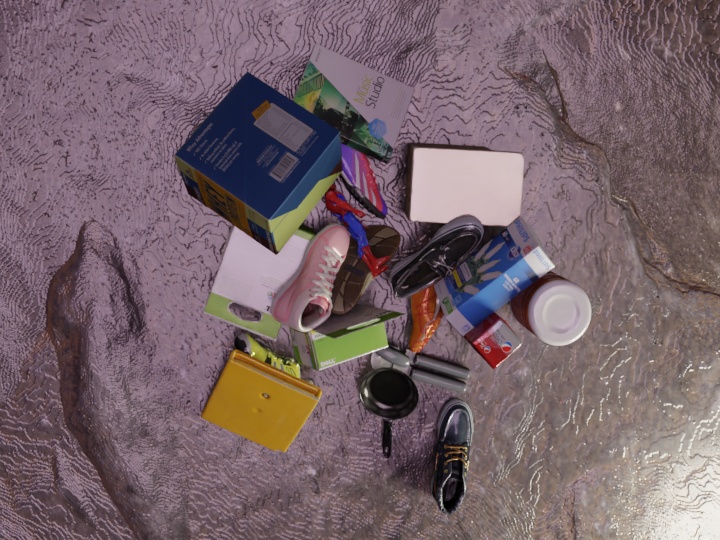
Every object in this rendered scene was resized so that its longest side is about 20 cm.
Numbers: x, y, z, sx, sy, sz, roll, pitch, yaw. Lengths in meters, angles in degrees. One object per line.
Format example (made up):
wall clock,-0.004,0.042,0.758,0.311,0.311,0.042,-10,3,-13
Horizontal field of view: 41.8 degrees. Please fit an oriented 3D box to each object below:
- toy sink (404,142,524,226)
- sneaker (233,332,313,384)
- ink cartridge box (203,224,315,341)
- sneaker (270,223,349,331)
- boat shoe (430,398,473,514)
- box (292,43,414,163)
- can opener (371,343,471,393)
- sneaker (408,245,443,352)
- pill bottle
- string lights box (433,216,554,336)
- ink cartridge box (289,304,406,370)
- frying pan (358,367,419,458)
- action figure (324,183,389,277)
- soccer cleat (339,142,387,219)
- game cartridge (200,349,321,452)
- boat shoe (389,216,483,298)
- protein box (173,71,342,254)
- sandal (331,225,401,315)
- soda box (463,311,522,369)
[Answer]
toy sink,0.182,-0.155,1.680,0.196,0.112,0.133,2,102,-2
sneaker,-0.157,0.177,1.711,0.076,0.075,0.201,-41,122,-8
ink cartridge box,-0.181,0.000,1.683,0.146,0.076,0.203,21,97,-8
sneaker,-0.065,0.019,1.612,0.075,0.104,0.202,40,83,-37
boat shoe,0.177,0.349,1.760,0.069,0.091,0.204,7,97,-6
box,-0.017,-0.294,1.658,0.197,0.036,0.147,22,72,-7
can opener,0.111,0.183,1.749,0.197,0.066,0.054,17,95,-12
sneaker,0.121,0.051,1.736,0.076,0.073,0.204,17,93,15
pill bottle,0.329,0.059,1.678,0.110,0.200,0.115,-1,98,-5
string lights box,0.228,0.010,1.628,0.199,0.103,0.059,-39,121,14
ink cartridge box,-0.019,0.119,1.638,0.146,0.199,0.077,-16,100,-24
frying pan,0.066,0.256,1.750,0.113,0.031,0.192,-15,115,18
action figure,-0.013,-0.085,1.677,0.051,0.066,0.201,-33,72,-9
soccer cleat,-0.006,-0.182,1.686,0.073,0.068,0.201,-40,97,-2
game cartridge,-0.181,0.239,1.688,0.174,0.033,0.201,26,136,-7
boat shoe,0.137,-0.013,1.648,0.199,0.072,0.072,-38,121,23
protein box,-0.165,-0.179,1.576,0.198,0.135,0.200,33,71,13
sandal,0.000,0.000,1.701,0.079,0.054,0.201,29,69,12
soda box,0.219,0.107,1.674,0.070,0.200,0.064,-40,101,1
